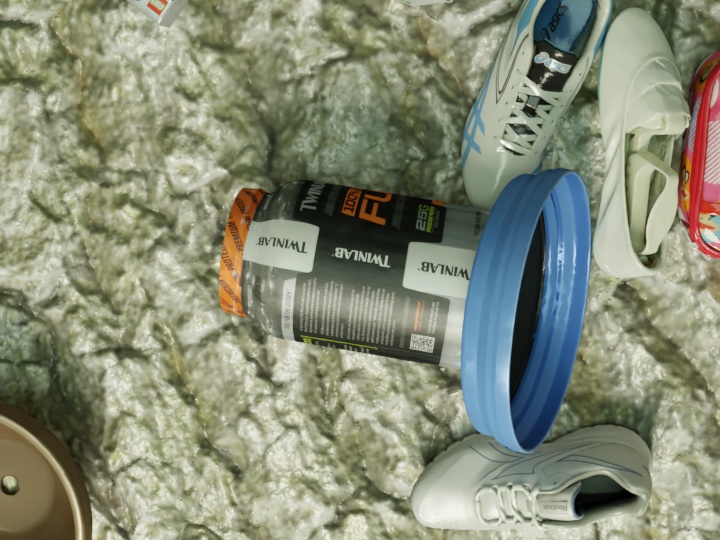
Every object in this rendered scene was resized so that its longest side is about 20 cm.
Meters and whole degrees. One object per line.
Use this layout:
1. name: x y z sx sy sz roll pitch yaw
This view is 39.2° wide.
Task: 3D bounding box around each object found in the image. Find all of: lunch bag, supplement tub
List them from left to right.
1. supplement tub: 0.000 0.000 0.766 0.197 0.123 0.124 9 101 3
2. lunch bag: 0.337 -0.070 0.745 0.197 0.082 0.178 4 104 7

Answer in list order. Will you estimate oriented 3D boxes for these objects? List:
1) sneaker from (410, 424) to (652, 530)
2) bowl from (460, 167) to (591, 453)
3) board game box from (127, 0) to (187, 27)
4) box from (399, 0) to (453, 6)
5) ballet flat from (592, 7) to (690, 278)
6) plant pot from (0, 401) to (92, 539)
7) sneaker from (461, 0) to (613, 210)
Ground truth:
1. sneaker: 0.134 0.170 0.801 0.198 0.087 0.075 -13 101 9
2. bowl: 0.121 0.027 0.725 0.039 0.200 0.203 9 102 25
3. board game box: -0.194 -0.300 0.777 0.199 0.035 0.127 37 101 -2
4. box: -0.033 -0.236 0.697 0.198 0.144 0.037 19 100 -12
5. ballet flat: 0.213 -0.090 0.749 0.068 0.069 0.203 3 105 5
6. plant pot: -0.311 0.195 0.848 0.198 0.093 0.204 1 101 6
7. sneaker: 0.127 -0.134 0.756 0.071 0.073 0.202 21 103 0
